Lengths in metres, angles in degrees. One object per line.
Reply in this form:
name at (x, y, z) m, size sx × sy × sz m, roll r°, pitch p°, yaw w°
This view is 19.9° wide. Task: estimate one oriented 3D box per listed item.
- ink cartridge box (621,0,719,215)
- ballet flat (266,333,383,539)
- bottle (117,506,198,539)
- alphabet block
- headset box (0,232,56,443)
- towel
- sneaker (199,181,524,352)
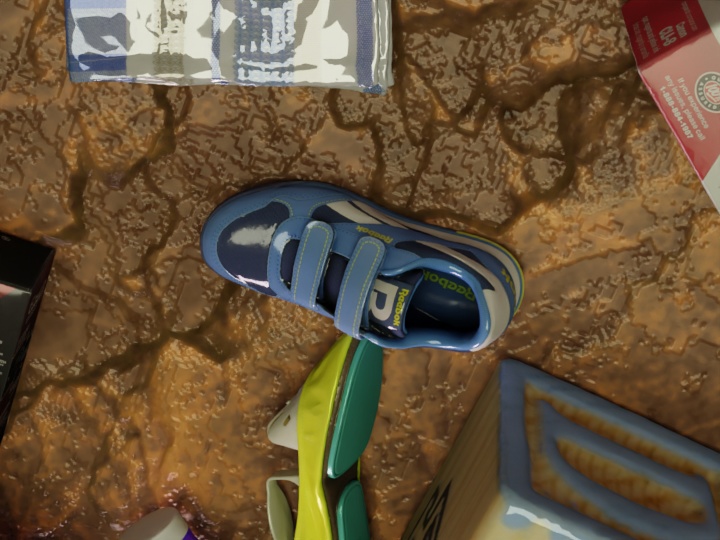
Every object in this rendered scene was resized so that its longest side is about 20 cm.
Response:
ink cartridge box at (0.268, -0.119, 1.127) m, size 0.200 × 0.145 × 0.145 m, roll -29°, pitch 106°, yaw 13°
ballet flat at (-0.027, 0.123, 1.290) m, size 0.067 × 0.067 × 0.200 m, roll 12°, pitch 115°, yaw 22°
bottle at (-0.088, 0.246, 1.330) m, size 0.084 × 0.065 × 0.200 m, roll -37°, pitch 107°, yaw -24°
alphabet block at (0.124, 0.205, 1.237) m, size 0.195 × 0.196 × 0.200 m, roll 25°, pitch 111°, yaw -4°
headset box at (-0.285, 0.046, 1.269) m, size 0.149 × 0.077 × 0.200 m, roll 17°, pitch 110°, yaw -3°
towel at (-0.078, -0.175, 1.197) m, size 0.200 × 0.024 × 0.147 m, roll 2°, pitch 110°, yaw 4°
sneaker at (0.000, 0.000, 1.227) m, size 0.200 × 0.082 × 0.074 m, roll 12°, pitch 113°, yaw 2°
